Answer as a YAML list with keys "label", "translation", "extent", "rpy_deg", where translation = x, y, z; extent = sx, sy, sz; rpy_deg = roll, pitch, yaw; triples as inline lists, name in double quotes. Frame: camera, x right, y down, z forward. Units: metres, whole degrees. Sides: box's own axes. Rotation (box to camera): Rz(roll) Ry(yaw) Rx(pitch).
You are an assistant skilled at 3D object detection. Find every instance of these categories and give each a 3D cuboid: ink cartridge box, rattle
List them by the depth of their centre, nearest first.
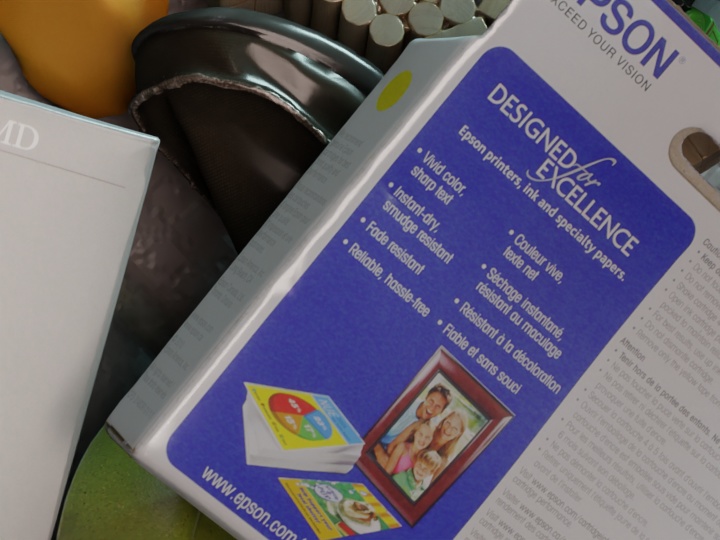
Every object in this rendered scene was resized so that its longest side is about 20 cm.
- label: "rattle"
  translation: [-0.093, -0.114, 0.825]
  extent: [0.130, 0.200, 0.143]
  rpy_deg: [-1, 94, -22]
- label: "ink cartridge box"
  translation: [0.058, 0.028, 0.876]
  extent: [0.198, 0.047, 0.200]
  rpy_deg: [41, 87, -26]

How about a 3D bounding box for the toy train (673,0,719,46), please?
- label: "toy train"
  translation: [0.095, -0.070, 0.984]
  extent: [0.042, 0.056, 0.200]
  rpy_deg: [33, 84, 25]

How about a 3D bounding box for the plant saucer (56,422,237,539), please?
- label: "plant saucer"
  translation: [-0.011, 0.121, 0.902]
  extent: [0.200, 0.031, 0.200]
  rpy_deg: [30, 47, -37]

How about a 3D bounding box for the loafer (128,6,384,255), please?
- label: "loafer"
  translation: [0.000, 0.000, 0.910]
  extent: [0.200, 0.073, 0.071]
  rpy_deg: [44, 53, -20]

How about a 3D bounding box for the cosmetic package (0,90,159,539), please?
- label: "cosmetic package"
  translation: [-0.141, 0.039, 0.878]
  extent: [0.107, 0.090, 0.200]
  rpy_deg: [14, 91, -19]

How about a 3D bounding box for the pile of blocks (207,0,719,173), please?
- label: "pile of blocks"
  translation: [0.031, -0.080, 0.936]
  extent: [0.200, 0.062, 0.082]
  rpy_deg: [31, 75, 5]
